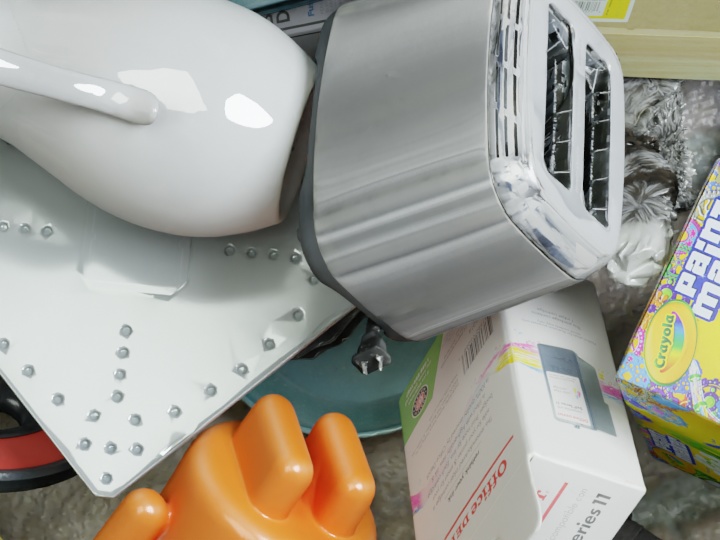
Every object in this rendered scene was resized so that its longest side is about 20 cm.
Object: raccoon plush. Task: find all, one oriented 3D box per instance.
[{"bbox_3d":[0.133,-0.028,1.155,0.096,0.134,0.201,-4,45,18],"label":"raccoon plush"}]

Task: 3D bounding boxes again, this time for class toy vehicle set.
[{"bbox_3d":[0.124,-0.150,1.163,0.198,0.027,0.125,5,41,19],"label":"toy vehicle set"}]

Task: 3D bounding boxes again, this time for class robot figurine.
[{"bbox_3d":[-0.066,0.163,1.166,0.117,0.144,0.201,42,116,18],"label":"robot figurine"}]

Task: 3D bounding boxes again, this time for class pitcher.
[{"bbox_3d":[-0.127,-0.087,1.090,0.199,0.172,0.122,16,98,4],"label":"pitcher"}]

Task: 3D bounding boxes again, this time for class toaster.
[{"bbox_3d":[0.050,-0.056,1.055,0.129,0.114,0.201,-18,49,32],"label":"toaster"}]

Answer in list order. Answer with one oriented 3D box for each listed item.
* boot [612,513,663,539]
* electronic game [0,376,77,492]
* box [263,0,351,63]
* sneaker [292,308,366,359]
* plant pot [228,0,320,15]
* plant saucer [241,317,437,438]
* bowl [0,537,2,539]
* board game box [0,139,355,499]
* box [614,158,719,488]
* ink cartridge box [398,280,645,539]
[{"bbox_3d":[0.088,0.201,1.170,0.200,0.070,0.132,-43,67,-12],"label":"boot"},{"bbox_3d":[-0.223,0.048,1.229,0.200,0.200,0.042,39,127,19],"label":"electronic game"},{"bbox_3d":[0.029,-0.191,1.286,0.198,0.060,0.118,-9,73,11],"label":"box"},{"bbox_3d":[-0.012,-0.056,1.218,0.103,0.060,0.201,-10,84,10],"label":"sneaker"},{"bbox_3d":[-0.054,-0.210,1.192,0.199,0.200,0.136,-14,93,9],"label":"plant pot"},{"bbox_3d":[0.000,0.000,1.254,0.198,0.036,0.202,-4,74,13],"label":"plant saucer"},{"bbox_3d":[-0.227,0.205,1.201,0.107,0.200,0.202,1,70,-31],"label":"bowl"},{"bbox_3d":[-0.117,-0.012,1.168,0.200,0.026,0.200,-38,78,-12],"label":"board game box"},{"bbox_3d":[0.245,0.061,1.093,0.192,0.200,0.123,24,81,17],"label":"box"},{"bbox_3d":[0.079,0.100,1.099,0.067,0.117,0.201,18,35,-18],"label":"ink cartridge box"}]
